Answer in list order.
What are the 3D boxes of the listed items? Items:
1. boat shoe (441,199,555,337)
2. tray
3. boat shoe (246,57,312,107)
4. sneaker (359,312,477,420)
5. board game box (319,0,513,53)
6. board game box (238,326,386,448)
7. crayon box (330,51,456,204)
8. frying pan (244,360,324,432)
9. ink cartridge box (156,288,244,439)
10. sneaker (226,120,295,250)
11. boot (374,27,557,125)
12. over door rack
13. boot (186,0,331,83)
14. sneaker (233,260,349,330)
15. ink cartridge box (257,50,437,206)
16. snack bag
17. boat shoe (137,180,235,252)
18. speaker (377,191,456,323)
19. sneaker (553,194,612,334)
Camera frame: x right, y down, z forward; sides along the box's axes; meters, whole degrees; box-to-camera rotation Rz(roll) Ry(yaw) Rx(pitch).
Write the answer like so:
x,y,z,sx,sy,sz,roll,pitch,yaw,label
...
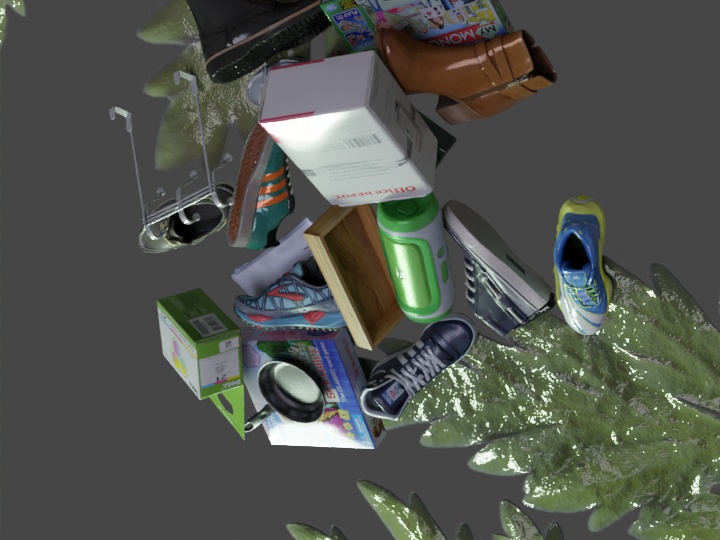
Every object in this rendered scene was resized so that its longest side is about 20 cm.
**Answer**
x,y,z,sx,sy,sz,roll,pitch,yaw,label
0.160,0.003,1.576,0.200,0.075,0.093,45,118,-6,boat shoe
0.000,0.000,1.606,0.037,0.099,0.200,13,138,45,tray
-0.085,-0.238,1.523,0.202,0.065,0.075,11,102,46,boat shoe
0.078,0.141,1.670,0.070,0.109,0.200,48,125,-8,sneaker
0.069,-0.309,1.440,0.200,0.029,0.135,-11,136,28,board game box
-0.081,0.176,1.782,0.199,0.041,0.200,-4,119,33,board game box
0.009,-0.178,1.557,0.200,0.051,0.127,36,126,2,crayon box
-0.108,0.202,1.766,0.115,0.031,0.190,29,135,11,frying pan
-0.239,0.151,1.793,0.148,0.076,0.201,39,137,49,ink cartridge box
-0.125,-0.123,1.643,0.080,0.071,0.200,6,113,-28,sneaker
0.126,-0.248,1.409,0.155,0.077,0.200,-17,141,37,boot
-0.258,-0.161,1.662,0.147,0.067,0.201,-22,81,32,over door rack
-0.131,-0.347,1.516,0.200,0.077,0.139,-25,79,10,boot
-0.090,0.032,1.693,0.199,0.079,0.096,0,99,21,sneaker
-0.010,-0.166,1.433,0.146,0.083,0.200,-5,151,26,ink cartridge box
-0.071,0.035,1.731,0.188,0.021,0.200,-34,100,35,snack bag
-0.258,-0.071,1.728,0.201,0.060,0.072,-23,106,32,boat shoe
0.075,-0.021,1.563,0.088,0.089,0.200,7,140,20,speaker
0.274,0.009,1.512,0.076,0.105,0.201,1,117,23,sneaker
